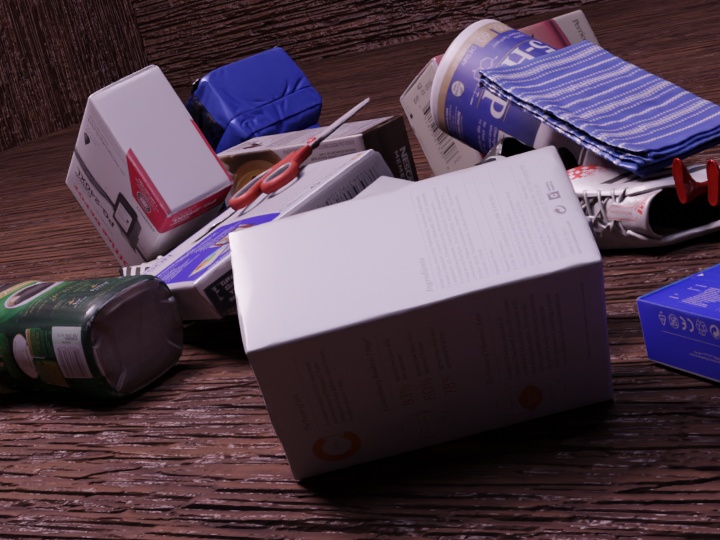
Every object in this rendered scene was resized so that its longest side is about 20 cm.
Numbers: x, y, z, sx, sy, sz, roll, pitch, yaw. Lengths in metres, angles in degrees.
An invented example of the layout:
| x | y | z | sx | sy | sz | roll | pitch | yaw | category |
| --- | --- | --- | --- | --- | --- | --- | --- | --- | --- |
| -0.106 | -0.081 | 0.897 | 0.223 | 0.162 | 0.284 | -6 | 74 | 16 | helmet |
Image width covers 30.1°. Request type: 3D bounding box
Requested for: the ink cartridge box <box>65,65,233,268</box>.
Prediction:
| x | y | z | sx | sy | sz | roll | pitch | yaw | category |
| --- | --- | --- | --- | --- | --- | --- | --- | --- | --- |
| -0.219 | -0.090 | 1.364 | 0.083 | 0.146 | 0.200 | -31 | -9 | -27 | ink cartridge box |

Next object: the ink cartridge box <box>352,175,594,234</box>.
| x | y | z | sx | sy | sz | roll | pitch | yaw | category |
| --- | --- | --- | --- | --- | --- | --- | --- | --- | --- |
| 0.037 | 0.008 | 0.933 | 0.199 | 0.044 | 0.173 | 15 | 42 | 41 | ink cartridge box |

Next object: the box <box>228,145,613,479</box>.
| x | y | z | sx | sy | sz | roll | pitch | yaw | category |
| --- | --- | --- | --- | --- | --- | --- | --- | --- | --- |
| 0.037 | 0.027 | 0.781 | 0.198 | 0.125 | 0.098 | -15 | 46 | 1 | box |

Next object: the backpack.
| x | y | z | sx | sy | sz | roll | pitch | yaw | category |
| --- | --- | --- | --- | --- | --- | --- | --- | --- | --- |
| -0.147 | -0.136 | 1.599 | 0.162 | 0.169 | 0.200 | -23 | -17 | -43 | backpack |

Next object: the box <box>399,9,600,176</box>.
| x | y | z | sx | sy | sz | roll | pitch | yaw | category |
| --- | --- | --- | --- | --- | --- | --- | --- | --- | --- |
| 0.165 | -0.178 | 1.438 | 0.198 | 0.129 | 0.109 | -22 | -9 | -24 | box |

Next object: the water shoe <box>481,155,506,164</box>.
| x | y | z | sx | sy | sz | roll | pitch | yaw | category |
| --- | --- | --- | --- | --- | --- | --- | --- | --- | --- |
| 0.086 | -0.039 | 1.069 | 0.078 | 0.072 | 0.201 | 3 | 27 | 2 | water shoe |

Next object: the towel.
| x | y | z | sx | sy | sz | roll | pitch | yaw | category |
| --- | --- | --- | --- | --- | --- | --- | --- | --- | --- |
| 0.214 | -0.145 | 1.135 | 0.144 | 0.024 | 0.200 | -21 | 41 | -32 | towel |

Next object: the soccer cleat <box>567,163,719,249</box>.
| x | y | z | sx | sy | sz | roll | pitch | yaw | category |
| --- | --- | --- | --- | --- | --- | --- | --- | --- | --- |
| 0.213 | -0.049 | 1.074 | 0.198 | 0.069 | 0.085 | -4 | 13 | 22 | soccer cleat |

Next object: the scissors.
| x | y | z | sx | sy | sz | roll | pitch | yaw | category |
| --- | --- | --- | --- | --- | --- | --- | --- | --- | --- |
| -0.056 | -0.112 | 1.247 | 0.073 | 0.014 | 0.200 | -24 | 17 | 36 | scissors |

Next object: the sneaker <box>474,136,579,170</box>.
| x | y | z | sx | sy | sz | roll | pitch | yaw | category |
| --- | --- | --- | --- | --- | --- | --- | --- | --- | --- |
| 0.127 | -0.076 | 1.214 | 0.066 | 0.091 | 0.199 | -26 | 17 | -40 | sneaker |

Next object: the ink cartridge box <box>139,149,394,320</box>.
| x | y | z | sx | sy | sz | roll | pitch | yaw | category |
| --- | --- | --- | --- | --- | --- | --- | --- | --- | --- |
| -0.092 | -0.029 | 1.159 | 0.198 | 0.044 | 0.199 | -39 | 16 | -21 | ink cartridge box |

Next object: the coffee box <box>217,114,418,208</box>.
| x | y | z | sx | sy | sz | roll | pitch | yaw | category |
| --- | --- | --- | --- | --- | --- | --- | --- | --- | --- |
| -0.043 | -0.086 | 1.389 | 0.198 | 0.114 | 0.080 | -4 | 17 | 35 | coffee box |

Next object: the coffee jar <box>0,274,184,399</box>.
| x | y | z | sx | sy | sz | roll | pitch | yaw | category |
| --- | --- | --- | --- | --- | --- | --- | --- | --- | --- |
| -0.247 | 0.055 | 1.110 | 0.198 | 0.086 | 0.104 | -2 | 22 | 40 | coffee jar |

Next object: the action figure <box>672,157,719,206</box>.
| x | y | z | sx | sy | sz | roll | pitch | yaw | category |
| --- | --- | --- | --- | --- | --- | --- | --- | --- | --- |
| 0.329 | -0.117 | 1.004 | 0.198 | 0.100 | 0.065 | -14 | 13 | -21 | action figure |

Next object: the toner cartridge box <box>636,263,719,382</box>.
| x | y | z | sx | sy | sz | roll | pitch | yaw | category |
| --- | --- | --- | --- | --- | --- | --- | --- | --- | --- |
| 0.253 | 0.034 | 0.753 | 0.094 | 0.044 | 0.200 | -19 | 15 | -20 | toner cartridge box |

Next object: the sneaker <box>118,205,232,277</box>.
| x | y | z | sx | sy | sz | roll | pitch | yaw | category |
| --- | --- | --- | --- | --- | --- | --- | --- | --- | --- |
| -0.171 | -0.013 | 1.316 | 0.114 | 0.076 | 0.201 | -8 | 18 | 21 | sneaker |

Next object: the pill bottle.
| x | y | z | sx | sy | sz | roll | pitch | yaw | category |
| --- | --- | --- | --- | --- | --- | --- | --- | --- | --- |
| 0.175 | -0.145 | 1.259 | 0.199 | 0.121 | 0.119 | 32 | 40 | 31 | pill bottle |
